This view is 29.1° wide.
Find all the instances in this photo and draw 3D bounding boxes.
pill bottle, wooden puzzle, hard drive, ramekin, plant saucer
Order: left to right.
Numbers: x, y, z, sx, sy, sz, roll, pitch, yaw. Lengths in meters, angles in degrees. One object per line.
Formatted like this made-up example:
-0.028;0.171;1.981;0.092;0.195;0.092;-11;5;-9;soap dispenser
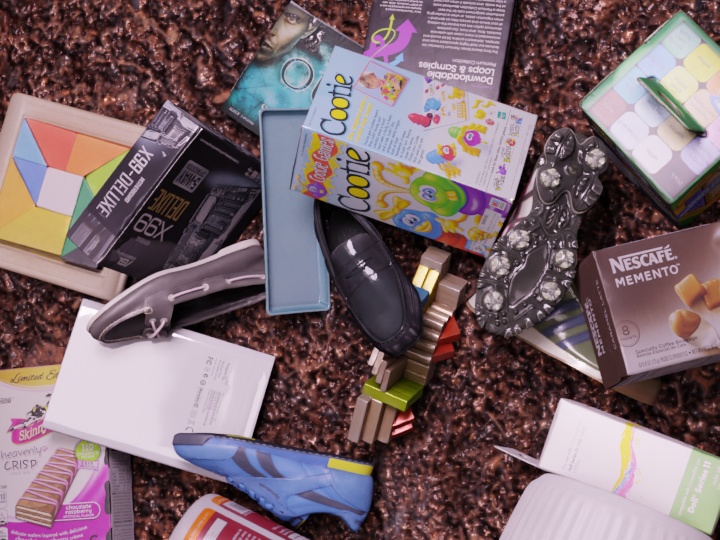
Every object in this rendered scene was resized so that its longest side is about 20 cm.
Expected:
-0.315;-0.080;1.466;0.199;0.037;0.186;15;88;17;wooden puzzle
-0.198;0.120;1.373;0.199;0.027;0.133;17;81;-3;hard drive
-0.083;0.301;1.311;0.199;0.113;0.114;23;89;18;pill bottle
-0.067;-0.059;1.367;0.069;0.019;0.202;-4;96;-26;plant saucer
0.213;0.254;1.196;0.199;0.200;0.106;20;80;17;ramekin

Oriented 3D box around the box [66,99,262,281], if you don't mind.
-0.174;-0.063;1.338;0.050;0.200;0.158;39;94;21;box

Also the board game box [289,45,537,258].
0.048;-0.109;1.290;0.199;0.103;0.105;20;58;1;board game box

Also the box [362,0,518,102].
0.081;-0.252;1.361;0.142;0.036;0.201;8;75;13;box

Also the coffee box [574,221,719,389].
0.302;0.023;1.224;0.199;0.080;0.115;-12;78;-8;coffee box

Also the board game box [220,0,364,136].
-0.027;-0.165;1.400;0.199;0.028;0.136;34;93;17;board game box

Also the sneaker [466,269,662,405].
0.201;0.040;1.288;0.199;0.067;0.090;29;97;20;sneaker

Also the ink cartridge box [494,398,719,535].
0.229;0.166;1.239;0.199;0.117;0.068;20;87;16;ink cartridge box

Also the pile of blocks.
0.054;0.078;1.318;0.062;0.082;0.201;21;88;17;pile of blocks

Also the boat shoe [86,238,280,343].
-0.167;0.030;1.353;0.199;0.067;0.057;-26;69;-27;boat shoe

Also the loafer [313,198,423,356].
0.000;0.000;1.296;0.068;0.070;0.201;-38;44;12;loafer

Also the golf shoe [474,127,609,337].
0.164;-0.029;1.261;0.077;0.088;0.201;28;84;0;golf shoe

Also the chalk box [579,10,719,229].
0.281;-0.133;1.219;0.124;0.200;0.125;-42;75;6;chalk box

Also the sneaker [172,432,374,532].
-0.086;0.202;1.327;0.199;0.066;0.079;13;87;-4;sneaker

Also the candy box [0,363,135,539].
-0.305;0.197;1.414;0.135;0.061;0.202;-7;81;14;candy box
